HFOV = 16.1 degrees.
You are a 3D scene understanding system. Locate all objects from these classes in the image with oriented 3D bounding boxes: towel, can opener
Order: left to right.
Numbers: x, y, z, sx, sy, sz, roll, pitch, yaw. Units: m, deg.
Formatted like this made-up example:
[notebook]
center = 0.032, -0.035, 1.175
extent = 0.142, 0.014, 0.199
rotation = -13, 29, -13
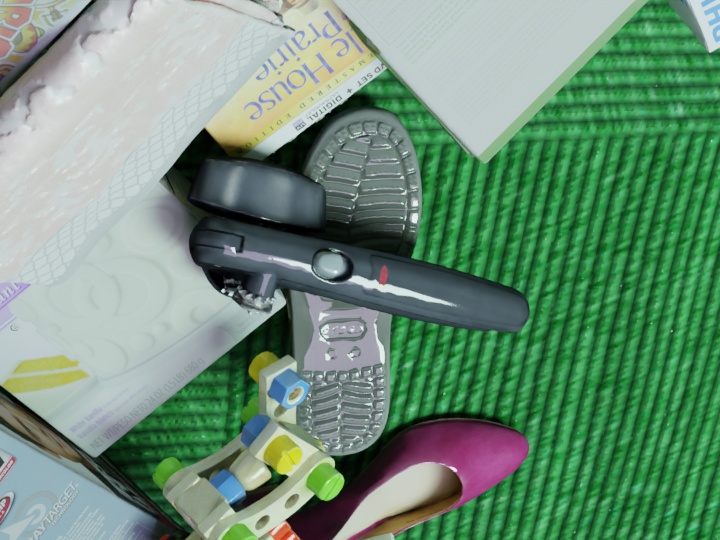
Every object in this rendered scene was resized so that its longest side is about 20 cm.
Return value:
[towel]
center = -0.129, -0.062, 1.201
extent = 0.200, 0.032, 0.191
rotation = -45, 168, 14
[can opener]
center = 0.000, 0.000, 1.345
extent = 0.199, 0.063, 0.079
rotation = 18, 92, -19

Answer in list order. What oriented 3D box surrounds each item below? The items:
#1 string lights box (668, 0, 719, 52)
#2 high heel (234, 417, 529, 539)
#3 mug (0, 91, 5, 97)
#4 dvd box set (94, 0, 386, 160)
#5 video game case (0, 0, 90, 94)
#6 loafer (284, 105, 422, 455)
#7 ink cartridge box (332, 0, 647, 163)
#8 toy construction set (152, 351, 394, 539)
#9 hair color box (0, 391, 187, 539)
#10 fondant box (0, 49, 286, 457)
[string lights box]
center = 0.249, -0.213, 1.360
extent = 0.199, 0.059, 0.103
rotation = -28, 130, 1
[high heel]
center = 0.017, 0.151, 1.521
extent = 0.199, 0.096, 0.068
rotation = -12, 129, -13
[mug]
center = -0.282, -0.133, 1.171
extent = 0.199, 0.134, 0.178
rotation = -16, 138, -4
[dvd box set]
center = -0.059, -0.158, 1.300
extent = 0.146, 0.029, 0.200
rotation = -35, 130, 5
[video game case]
center = -0.194, -0.142, 1.055
extent = 0.182, 0.023, 0.200
rotation = 20, 136, -34
[loafer]
center = -0.013, 0.001, 1.420
extent = 0.075, 0.070, 0.201
rotation = 4, 109, -13
[ink cartridge box]
center = 0.053, -0.167, 1.296
extent = 0.146, 0.048, 0.200
rotation = -44, 128, 3
[toy construction set]
center = -0.043, 0.145, 1.404
extent = 0.131, 0.092, 0.200
rotation = -46, 133, -9
[hair color box]
center = -0.184, 0.114, 1.377
extent = 0.061, 0.099, 0.200
rotation = -52, 143, 0
[fondant box]
center = -0.157, -0.006, 1.360
extent = 0.144, 0.058, 0.200
rotation = -39, 128, 9
